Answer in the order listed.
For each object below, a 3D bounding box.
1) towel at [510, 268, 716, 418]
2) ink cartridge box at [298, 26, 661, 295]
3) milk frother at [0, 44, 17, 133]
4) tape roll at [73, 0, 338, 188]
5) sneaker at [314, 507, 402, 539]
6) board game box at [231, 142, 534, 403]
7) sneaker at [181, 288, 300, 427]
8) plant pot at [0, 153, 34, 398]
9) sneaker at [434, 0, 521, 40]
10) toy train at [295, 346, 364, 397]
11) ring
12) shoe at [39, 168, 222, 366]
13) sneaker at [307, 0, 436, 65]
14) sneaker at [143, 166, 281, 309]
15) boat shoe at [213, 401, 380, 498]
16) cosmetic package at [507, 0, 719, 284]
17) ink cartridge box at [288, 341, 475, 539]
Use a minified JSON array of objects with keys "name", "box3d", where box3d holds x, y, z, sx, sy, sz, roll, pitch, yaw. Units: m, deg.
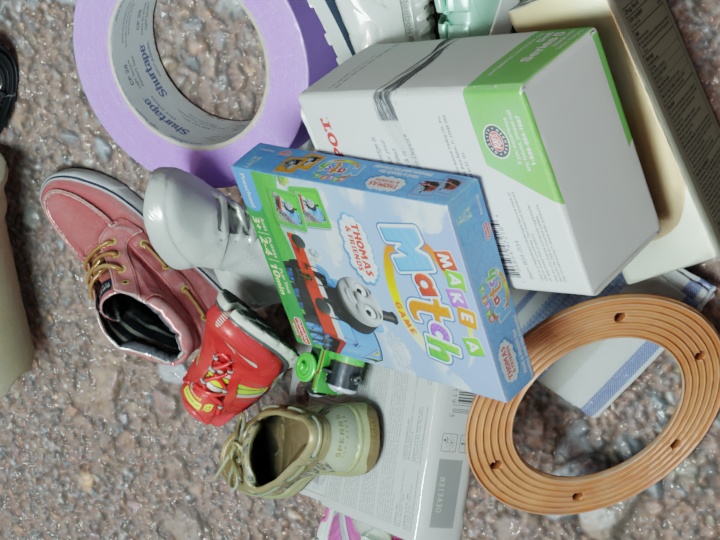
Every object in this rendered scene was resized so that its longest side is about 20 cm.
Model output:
[{"name":"towel","box3d":[0.138,0.005,1.129,0.200,0.024,0.147,36,121,-2]},{"name":"ink cartridge box","box3d":[0.074,-0.070,0.999,0.199,0.084,0.146,6,127,47]},{"name":"milk frother","box3d":[-0.395,-0.198,1.258,0.188,0.180,0.200,54,165,37]},{"name":"tape roll","box3d":[-0.115,-0.166,1.168,0.199,0.066,0.201,11,118,22]},{"name":"sneaker","box3d":[0.014,0.208,1.247,0.088,0.081,0.201,28,129,50]},{"name":"board game box","box3d":[0.013,-0.002,1.029,0.199,0.037,0.152,12,131,43]},{"name":"sneaker","box3d":[-0.101,0.080,1.206,0.077,0.085,0.200,41,163,11]},{"name":"plant pot","box3d":[-0.368,0.018,1.316,0.200,0.201,0.184,3,125,25]},{"name":"sneaker","box3d":[0.052,-0.197,1.049,0.118,0.074,0.201,16,114,0]},{"name":"toy train","box3d":[0.000,0.000,1.152,0.056,0.042,0.201,15,92,46]},{"name":"ring","box3d":[0.167,0.095,1.111,0.199,0.019,0.201,-9,127,-12]},{"name":"shoe","box3d":[-0.197,-0.004,1.265,0.200,0.091,0.072,38,123,6]},{"name":"sneaker","box3d":[0.022,-0.168,1.099,0.080,0.076,0.201,-25,106,12]},{"name":"sneaker","box3d":[-0.086,-0.029,1.164,0.088,0.200,0.076,-6,70,23]},{"name":"boat shoe","box3d":[-0.062,0.133,1.190,0.200,0.062,0.074,-25,64,53]},{"name":"cosmetic package","box3d":[0.181,-0.105,1.027,0.071,0.105,0.201,-19,102,32]},{"name":"ink cartridge box","box3d":[0.014,0.107,1.180,0.200,0.050,0.162,9,91,58]}]
